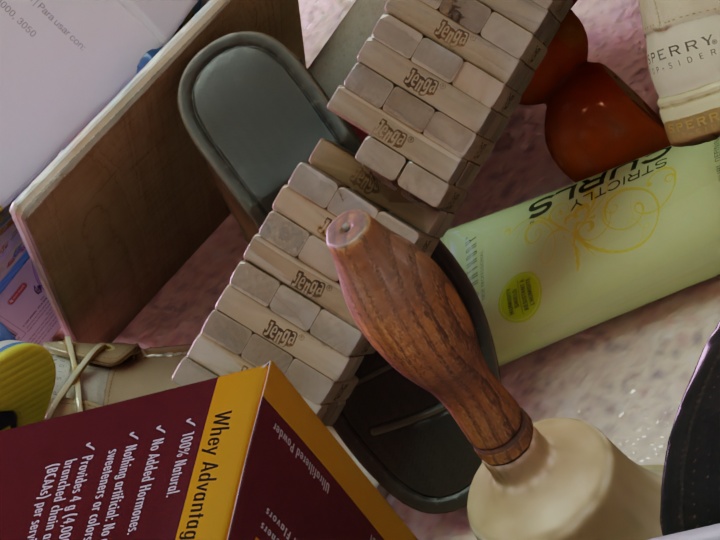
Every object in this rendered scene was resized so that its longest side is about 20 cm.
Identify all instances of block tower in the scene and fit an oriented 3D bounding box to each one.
[{"bbox_3d":[0.009,-0.034,1.033,0.054,0.058,0.201,31,94,8],"label":"block tower"}]

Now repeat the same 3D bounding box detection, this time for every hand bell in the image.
[{"bbox_3d":[0.042,0.051,0.946,0.104,0.200,0.104,-22,40,20],"label":"hand bell"}]

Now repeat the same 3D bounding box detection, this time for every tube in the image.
[{"bbox_3d":[0.113,-0.017,1.087,0.199,0.052,0.058,-22,5,25],"label":"tube"}]

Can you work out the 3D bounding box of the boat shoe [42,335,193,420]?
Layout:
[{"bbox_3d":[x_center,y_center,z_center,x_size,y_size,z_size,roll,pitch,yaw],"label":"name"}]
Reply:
[{"bbox_3d":[-0.121,0.064,1.175,0.199,0.069,0.074,-17,42,26],"label":"boat shoe"}]

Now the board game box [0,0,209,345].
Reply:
[{"bbox_3d":[-0.122,-0.058,1.285,0.200,0.034,0.134,-50,30,5],"label":"board game box"}]

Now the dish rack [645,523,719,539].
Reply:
[{"bbox_3d":[0.044,0.123,0.848,0.199,0.044,0.171,-18,1,33],"label":"dish rack"}]

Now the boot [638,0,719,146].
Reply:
[{"bbox_3d":[0.149,-0.146,1.055,0.073,0.156,0.200,-16,10,43],"label":"boot"}]

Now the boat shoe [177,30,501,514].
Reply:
[{"bbox_3d":[0.000,0.000,1.097,0.072,0.068,0.201,-26,81,2],"label":"boat shoe"}]

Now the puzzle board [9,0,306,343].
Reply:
[{"bbox_3d":[-0.078,-0.046,1.176,0.017,0.200,0.151,39,77,13],"label":"puzzle board"}]

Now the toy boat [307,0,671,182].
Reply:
[{"bbox_3d":[0.072,-0.086,1.138,0.130,0.131,0.200,-38,-11,-48],"label":"toy boat"}]

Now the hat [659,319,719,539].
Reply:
[{"bbox_3d":[0.194,0.061,0.891,0.200,0.202,0.081,-10,4,33],"label":"hat"}]

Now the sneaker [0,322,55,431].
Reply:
[{"bbox_3d":[-0.189,0.083,1.143,0.074,0.082,0.200,-28,-27,-55],"label":"sneaker"}]

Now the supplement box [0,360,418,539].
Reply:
[{"bbox_3d":[-0.098,0.165,0.998,0.199,0.133,0.198,-15,42,28],"label":"supplement box"}]

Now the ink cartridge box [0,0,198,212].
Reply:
[{"bbox_3d":[-0.161,-0.074,1.194,0.200,0.085,0.145,-44,9,18],"label":"ink cartridge box"}]
